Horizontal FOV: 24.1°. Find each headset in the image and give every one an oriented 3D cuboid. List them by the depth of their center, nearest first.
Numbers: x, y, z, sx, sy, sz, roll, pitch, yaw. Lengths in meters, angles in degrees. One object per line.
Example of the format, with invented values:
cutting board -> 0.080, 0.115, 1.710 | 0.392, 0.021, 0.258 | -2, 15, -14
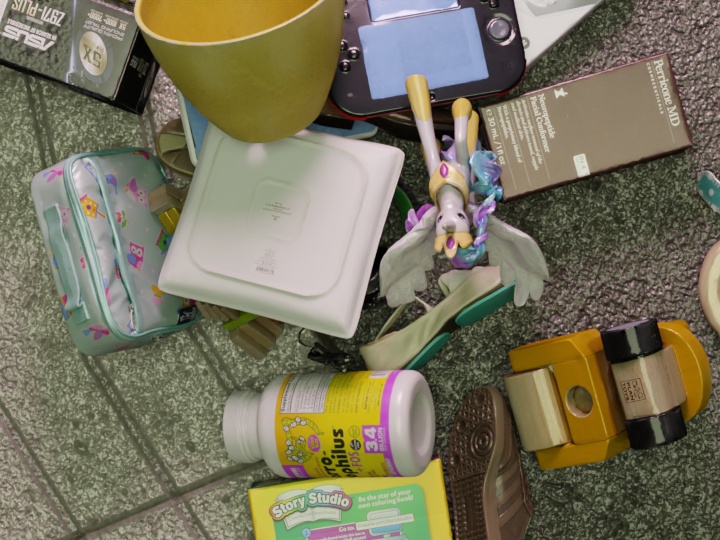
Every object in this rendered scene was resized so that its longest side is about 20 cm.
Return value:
headset -> 0.000, 0.000, 1.668 | 0.123, 0.094, 0.201 | 31, 80, -37

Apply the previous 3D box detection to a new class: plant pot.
plant pot -> -0.099, -0.206, 1.592 | 0.198, 0.201, 0.143 | -13, 126, 2

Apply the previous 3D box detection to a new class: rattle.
rattle -> 0.390, -0.014, 1.655 | 0.129, 0.143, 0.202 | -3, 97, 20

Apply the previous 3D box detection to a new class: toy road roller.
toy road roller -> 0.257, 0.114, 1.682 | 0.199, 0.145, 0.124 | -16, 90, 39

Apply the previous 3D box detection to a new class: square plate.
square plate -> -0.076, -0.053, 1.622 | 0.198, 0.028, 0.200 | 14, 72, 8

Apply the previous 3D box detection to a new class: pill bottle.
pill bottle -> -0.032, 0.153, 1.672 | 0.198, 0.104, 0.105 | -3, 90, 21

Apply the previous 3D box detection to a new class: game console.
game console -> 0.055, -0.245, 1.658 | 0.198, 0.031, 0.179 | -10, 84, -4

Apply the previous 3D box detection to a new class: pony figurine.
pony figurine -> 0.087, -0.058, 1.605 | 0.165, 0.194, 0.202 | -8, 58, 7

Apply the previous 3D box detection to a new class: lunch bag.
lunch bag -> -0.239, -0.017, 1.658 | 0.077, 0.160, 0.202 | -20, 86, 30

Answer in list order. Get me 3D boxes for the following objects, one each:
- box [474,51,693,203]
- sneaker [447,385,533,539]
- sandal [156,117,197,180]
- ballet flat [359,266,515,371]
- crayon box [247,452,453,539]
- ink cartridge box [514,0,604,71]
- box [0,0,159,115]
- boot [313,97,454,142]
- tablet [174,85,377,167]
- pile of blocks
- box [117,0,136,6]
box -> 0.223, -0.141, 1.690 | 0.198, 0.075, 0.101 | -17, 90, 0
sneaker -> 0.136, 0.220, 1.706 | 0.075, 0.070, 0.202 | 15, 72, -40
sandal -> -0.114, -0.092, 1.709 | 0.198, 0.054, 0.081 | 23, 67, -3
ballet flat -> 0.082, 0.040, 1.703 | 0.199, 0.069, 0.070 | -38, 89, 2
crayon box -> -0.003, 0.288, 1.708 | 0.198, 0.058, 0.174 | -9, 89, 2
ink cartridge box -> 0.174, -0.339, 1.706 | 0.200, 0.041, 0.200 | -42, 89, 2
box -> -0.306, -0.232, 1.663 | 0.198, 0.164, 0.087 | 20, 91, 1
boot -> 0.039, -0.238, 1.705 | 0.185, 0.064, 0.202 | 9, 79, -15
tablet -> -0.087, -0.183, 1.699 | 0.198, 0.014, 0.131 | -12, 87, -18
pile of blocks -> -0.133, -0.005, 1.668 | 0.062, 0.082, 0.201 | -27, 109, 27
box -> -0.242, -0.379, 1.719 | 0.159, 0.044, 0.202 | 18, 91, 2
